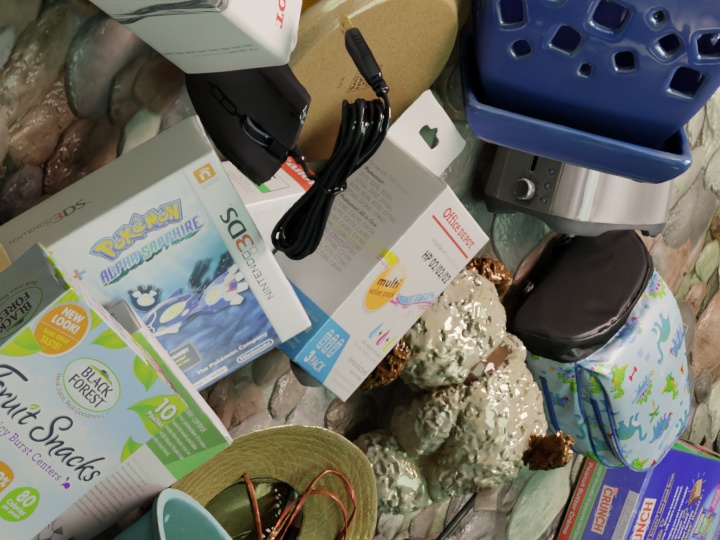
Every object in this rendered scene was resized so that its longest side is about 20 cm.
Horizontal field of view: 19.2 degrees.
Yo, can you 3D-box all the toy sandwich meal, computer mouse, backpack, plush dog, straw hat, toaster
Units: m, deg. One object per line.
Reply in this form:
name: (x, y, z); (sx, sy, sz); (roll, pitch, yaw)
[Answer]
toy sandwich meal: (-0.011, -0.161, 1.482); (0.204, 0.070, 0.206); (-30, 154, -16)
computer mouse: (-0.055, -0.118, 1.335); (0.046, 0.201, 0.141); (6, 134, -38)
backpack: (0.214, 0.084, 1.872); (0.163, 0.153, 0.201); (-48, 153, -36)
plush dog: (0.078, 0.081, 1.689); (0.200, 0.160, 0.173); (-37, 112, -35)
straw hat: (-0.093, 0.180, 1.543); (0.200, 0.085, 0.202); (-16, 121, -29)
toaster: (0.194, -0.100, 1.754); (0.199, 0.113, 0.130); (0, 106, -51)

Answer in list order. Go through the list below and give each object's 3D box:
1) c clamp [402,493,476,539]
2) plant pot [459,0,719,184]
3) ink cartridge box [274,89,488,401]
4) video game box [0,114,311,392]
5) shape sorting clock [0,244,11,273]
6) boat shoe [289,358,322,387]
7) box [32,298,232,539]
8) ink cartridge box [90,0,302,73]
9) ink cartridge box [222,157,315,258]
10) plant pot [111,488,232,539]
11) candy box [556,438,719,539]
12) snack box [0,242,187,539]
c clamp: (-0.004, 0.247, 1.726); (0.199, 0.027, 0.171); (-4, 132, -50)
plant pot: (0.170, -0.183, 1.561); (0.200, 0.199, 0.181); (-88, -168, -65)
ink cartridge box: (0.016, -0.016, 1.485); (0.200, 0.068, 0.115); (-49, 155, -1)
video game box: (-0.150, 0.019, 1.348); (0.199, 0.047, 0.183); (-31, 135, -2)
shape sorting clock: (-0.290, 0.040, 1.225); (0.199, 0.039, 0.201); (-22, 130, -29)
boat shoe: (0.000, 0.000, 1.599); (0.200, 0.072, 0.062); (-57, 134, -33)
box: (-0.196, 0.119, 1.351); (0.199, 0.036, 0.145); (-32, 139, -1)
ink cartridge box: (-0.114, -0.224, 1.267); (0.200, 0.084, 0.146); (36, 56, -54)
ink cartridge box: (-0.076, -0.023, 1.468); (0.199, 0.050, 0.109); (-16, 139, -49)
plant pot: (-0.158, 0.277, 1.391); (0.195, 0.201, 0.200); (-31, 143, 9)
candy box: (0.278, 0.245, 2.078); (0.200, 0.077, 0.170); (19, 94, -56)
snack box: (-0.218, 0.097, 1.242); (0.200, 0.053, 0.142); (-40, 140, -2)
